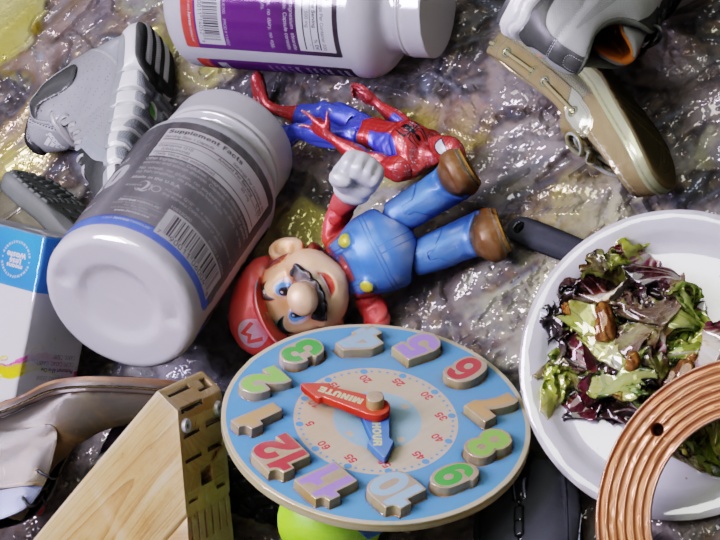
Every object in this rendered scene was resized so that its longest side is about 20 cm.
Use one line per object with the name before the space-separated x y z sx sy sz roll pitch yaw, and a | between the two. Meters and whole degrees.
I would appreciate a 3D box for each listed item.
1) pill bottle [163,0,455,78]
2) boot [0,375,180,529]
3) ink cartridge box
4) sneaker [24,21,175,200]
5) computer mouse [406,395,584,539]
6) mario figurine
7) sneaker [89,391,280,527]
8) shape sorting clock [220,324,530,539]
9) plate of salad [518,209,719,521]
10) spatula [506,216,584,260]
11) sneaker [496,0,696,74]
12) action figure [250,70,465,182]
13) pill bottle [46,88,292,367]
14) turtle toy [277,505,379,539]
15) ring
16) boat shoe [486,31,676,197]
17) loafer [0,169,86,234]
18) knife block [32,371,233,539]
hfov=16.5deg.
pill bottle | -0.036 -0.200 1.813 0.199 0.113 0.113 6 65 21
boot | -0.208 0.125 1.668 0.199 0.075 0.097 -8 80 9
ink cartridge box | -0.265 0.065 1.764 0.116 0.067 0.201 13 92 32
sneaker | -0.203 -0.090 1.872 0.115 0.075 0.200 -17 46 22
computer mouse | 0.080 0.163 1.593 0.140 0.046 0.201 -10 59 19
mario figurine | 0.000 0.000 1.692 0.200 0.106 0.124 -29 55 6
sneaker | -0.082 0.117 1.686 0.199 0.076 0.088 4 48 19
shape sorting clock | 0.010 0.095 1.591 0.199 0.039 0.200 0 39 0
plate of salad | 0.197 0.057 1.568 0.199 0.048 0.201 -2 78 12
spatula | 0.175 0.001 1.656 0.200 0.021 0.057 26 80 36
sneaker | 0.180 -0.175 1.684 0.200 0.074 0.079 -22 62 -40
action figure | -0.009 -0.102 1.784 0.199 0.052 0.065 17 37 31
pill bottle | -0.127 -0.035 1.731 0.113 0.114 0.200 0 35 26
turtle toy | -0.036 0.224 1.580 0.145 0.101 0.201 7 65 29
ring | 0.241 0.152 1.505 0.200 0.019 0.201 -2 82 17
boat shoe | 0.150 -0.111 1.706 0.063 0.073 0.201 -41 51 13
loafer | -0.205 0.003 1.820 0.200 0.075 0.070 42 110 36
knife block | -0.174 0.170 1.643 0.175 0.064 0.201 0 100 23
